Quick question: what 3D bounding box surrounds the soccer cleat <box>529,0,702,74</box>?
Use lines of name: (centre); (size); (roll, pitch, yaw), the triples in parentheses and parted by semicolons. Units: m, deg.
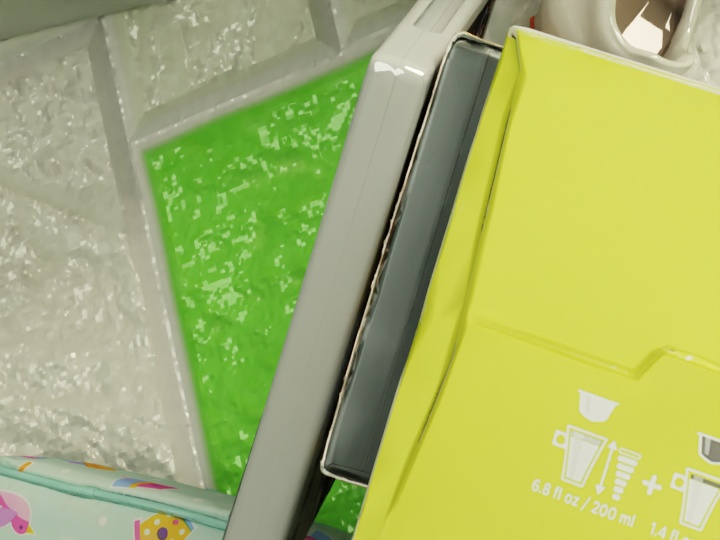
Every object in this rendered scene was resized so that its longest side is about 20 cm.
soccer cleat: (0.103, -0.161, 1.046); (0.077, 0.069, 0.201); (7, 94, 60)

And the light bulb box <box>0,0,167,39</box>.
light bulb box: (-0.195, -0.198, 1.210); (0.198, 0.125, 0.201); (-10, 80, 31)

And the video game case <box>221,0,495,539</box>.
video game case: (0.000, 0.000, 1.015); (0.023, 0.182, 0.201); (19, 109, 5)

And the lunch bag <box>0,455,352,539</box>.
lunch bag: (-0.090, 0.160, 1.129); (0.199, 0.077, 0.161); (12, 90, 32)

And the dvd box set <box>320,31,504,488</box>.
dvd box set: (0.030, -0.005, 1.007); (0.029, 0.200, 0.147); (17, 93, 5)

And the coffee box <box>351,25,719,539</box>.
coffee box: (0.131, 0.056, 0.911); (0.199, 0.198, 0.201); (19, 94, 20)
